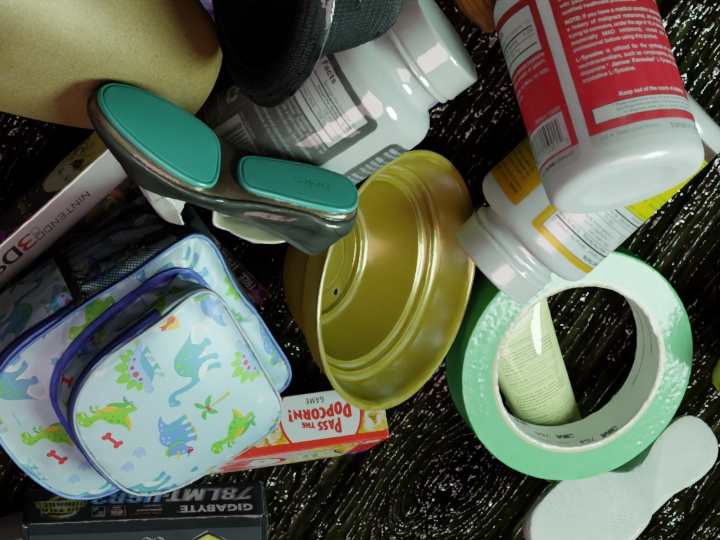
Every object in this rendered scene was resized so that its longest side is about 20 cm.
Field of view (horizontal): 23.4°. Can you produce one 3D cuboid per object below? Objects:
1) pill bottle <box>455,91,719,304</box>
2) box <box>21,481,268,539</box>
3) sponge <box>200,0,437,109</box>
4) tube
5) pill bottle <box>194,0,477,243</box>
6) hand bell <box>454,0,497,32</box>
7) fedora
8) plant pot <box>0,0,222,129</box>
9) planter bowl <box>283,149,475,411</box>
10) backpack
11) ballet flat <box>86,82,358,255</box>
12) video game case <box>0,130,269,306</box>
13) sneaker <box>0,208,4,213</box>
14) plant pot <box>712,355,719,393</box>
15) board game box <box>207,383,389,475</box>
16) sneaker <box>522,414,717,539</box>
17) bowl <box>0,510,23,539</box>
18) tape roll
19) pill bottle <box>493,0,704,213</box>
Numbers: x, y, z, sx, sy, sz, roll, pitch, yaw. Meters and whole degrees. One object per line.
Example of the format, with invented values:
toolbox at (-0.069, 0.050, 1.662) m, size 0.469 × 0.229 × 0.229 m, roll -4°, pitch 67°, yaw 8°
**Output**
pill bottle at (0.169, -0.068, 1.317) m, size 0.200 × 0.109 × 0.109 m, roll -43°, pitch 120°, yaw 12°
box at (-0.178, 0.268, 1.465) m, size 0.200 × 0.050 × 0.199 m, roll -1°, pitch 123°, yaw -7°
sponge at (-0.033, -0.175, 1.274) m, size 0.111 × 0.030 × 0.200 m, roll -31°, pitch 124°, yaw 13°
tube at (0.148, 0.092, 1.480) m, size 0.052 × 0.058 × 0.200 m, roll 3°, pitch 131°, yaw 38°
pill bottle at (-0.021, -0.114, 1.232) m, size 0.200 × 0.111 × 0.111 m, roll -32°, pitch 123°, yaw 15°
hand bell at (0.057, -0.241, 1.224) m, size 0.104 × 0.104 × 0.200 m, roll -24°, pitch 138°, yaw 9°
fedora at (-0.028, -0.197, 1.139) m, size 0.091 × 0.201 × 0.201 m, roll -1°, pitch 126°, yaw -23°
plant pot at (-0.195, -0.175, 1.177) m, size 0.200 × 0.187 × 0.186 m, roll 27°, pitch 118°, yaw -40°
planter bowl at (0.000, 0.000, 1.330) m, size 0.083 × 0.200 × 0.201 m, roll 15°, pitch 136°, yaw 36°
backpack at (-0.166, 0.067, 1.226) m, size 0.200 × 0.147 × 0.183 m, roll -31°, pitch 129°, yaw -4°
ballet flat at (-0.098, -0.056, 1.161) m, size 0.200 × 0.068 × 0.068 m, roll 23°, pitch 132°, yaw -17°
video game case at (-0.193, 0.014, 1.296) m, size 0.181 × 0.036 × 0.200 m, roll -41°, pitch 131°, yaw 1°
sneaker at (-0.250, 0.040, 1.363) m, size 0.112 × 0.078 × 0.200 m, roll -42°, pitch 120°, yaw 18°
plant pot at (0.415, 0.050, 1.409) m, size 0.200 × 0.201 × 0.189 m, roll 20°, pitch 104°, yaw -20°
board game box at (-0.088, 0.133, 1.407) m, size 0.200 × 0.152 × 0.046 m, roll -7°, pitch 81°, yaw -8°
sneaker at (0.217, 0.198, 1.505) m, size 0.200 × 0.075 × 0.088 m, roll -26°, pitch 171°, yaw -25°
bowl at (-0.246, 0.279, 1.533) m, size 0.200 × 0.075 × 0.200 m, roll -11°, pitch 126°, yaw 0°
tape roll at (0.172, 0.072, 1.429) m, size 0.200 × 0.048 × 0.201 m, roll -4°, pitch 108°, yaw -13°
pill bottle at (0.158, -0.150, 1.212) m, size 0.112 × 0.200 × 0.112 m, roll -14°, pitch 166°, yaw -4°
